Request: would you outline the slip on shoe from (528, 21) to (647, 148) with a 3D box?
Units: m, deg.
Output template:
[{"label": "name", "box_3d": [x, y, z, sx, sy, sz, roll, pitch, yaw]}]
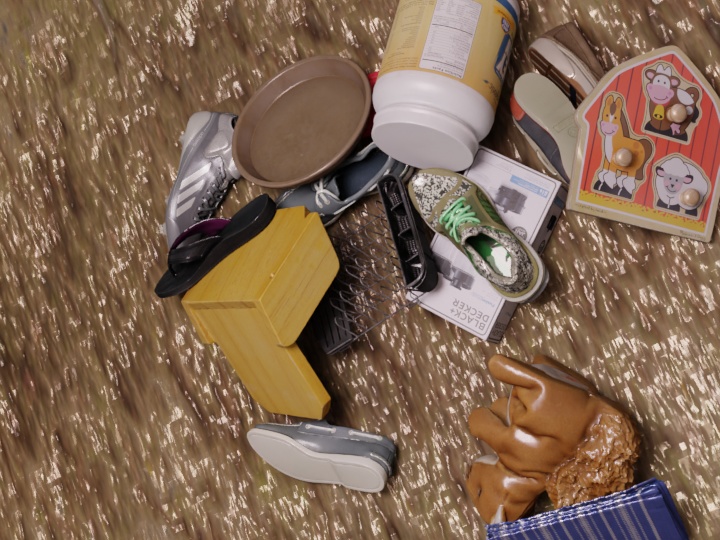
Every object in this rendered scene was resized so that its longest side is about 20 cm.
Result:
[{"label": "slip on shoe", "box_3d": [0.276, -0.202, 1.235, 0.060, 0.076, 0.201, -36, 68, -4]}]

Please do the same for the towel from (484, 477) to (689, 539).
[{"label": "towel", "box_3d": [0.247, 0.288, 1.161, 0.197, 0.145, 0.024, -19, 43, 18]}]

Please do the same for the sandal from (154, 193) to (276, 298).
[{"label": "sandal", "box_3d": [-0.190, -0.039, 1.339, 0.199, 0.076, 0.048, -36, 118, 20]}]

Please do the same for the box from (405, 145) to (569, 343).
[{"label": "box", "box_3d": [0.150, -0.029, 1.265, 0.116, 0.060, 0.202, 28, 95, 21]}]

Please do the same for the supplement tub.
[{"label": "supplement tub", "box_3d": [0.096, -0.232, 1.243, 0.143, 0.145, 0.203, 10, 74, 21]}]

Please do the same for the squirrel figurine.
[{"label": "squirrel figurine", "box_3d": [0.205, 0.211, 1.180, 0.198, 0.141, 0.189, 27, 100, 24]}]

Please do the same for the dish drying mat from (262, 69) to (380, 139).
[{"label": "dish drying mat", "box_3d": [-0.042, -0.189, 1.378, 0.198, 0.018, 0.078, -21, 78, 17]}]

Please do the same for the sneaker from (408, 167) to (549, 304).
[{"label": "sneaker", "box_3d": [0.125, -0.048, 1.196, 0.200, 0.088, 0.077, 44, 100, 20]}]

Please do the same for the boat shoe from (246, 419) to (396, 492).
[{"label": "boat shoe", "box_3d": [-0.047, 0.218, 1.324, 0.197, 0.074, 0.062, 9, 44, 28]}]

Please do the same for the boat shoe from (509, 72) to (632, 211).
[{"label": "boat shoe", "box_3d": [0.238, -0.137, 1.233, 0.071, 0.063, 0.201, -29, 67, -15]}]

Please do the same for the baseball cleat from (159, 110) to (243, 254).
[{"label": "baseball cleat", "box_3d": [-0.198, -0.109, 1.401, 0.105, 0.070, 0.204, 6, 87, 21]}]

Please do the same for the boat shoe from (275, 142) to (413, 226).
[{"label": "boat shoe", "box_3d": [-0.032, -0.107, 1.333, 0.198, 0.062, 0.074, -23, 76, 17]}]

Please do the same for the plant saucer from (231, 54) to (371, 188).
[{"label": "plant saucer", "box_3d": [-0.071, -0.182, 1.344, 0.197, 0.030, 0.203, -15, 53, 21]}]

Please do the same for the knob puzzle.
[{"label": "knob puzzle", "box_3d": [0.325, -0.147, 1.171, 0.216, 0.030, 0.224, 0, 89, -13]}]

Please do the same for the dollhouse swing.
[{"label": "dollhouse swing", "box_3d": [-0.090, 0.052, 1.312, 0.199, 0.176, 0.183, -5, 47, 55]}]

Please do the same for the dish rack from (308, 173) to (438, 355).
[{"label": "dish rack", "box_3d": [0.000, 0.000, 1.286, 0.199, 0.054, 0.155, -34, 51, 27]}]
